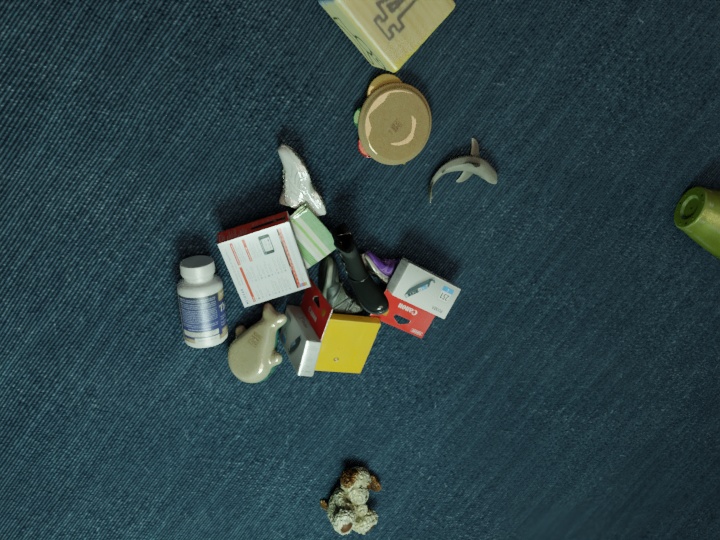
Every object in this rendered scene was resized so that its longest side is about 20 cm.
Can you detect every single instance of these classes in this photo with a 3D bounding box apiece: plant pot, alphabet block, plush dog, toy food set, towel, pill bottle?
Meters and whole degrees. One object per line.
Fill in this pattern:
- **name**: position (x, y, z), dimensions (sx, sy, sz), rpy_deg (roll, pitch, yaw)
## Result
- **plant pot**: position (1.027, -0.149, 1.842), dimensions (0.189, 0.201, 0.204), rpy_deg (21, 104, -10)
- **alphabet block**: position (0.051, -0.579, 1.377), dimensions (0.196, 0.196, 0.200), rpy_deg (-45, 116, 6)
- **plush dog**: position (-0.026, 0.662, 1.880), dimensions (0.199, 0.159, 0.175), rpy_deg (33, 85, -52)
- **toy food set**: position (0.079, -0.355, 1.549), dimensions (0.197, 0.049, 0.201), rpy_deg (24, 103, -23)
- **towel**: position (-0.169, -0.058, 1.573), dimensions (0.198, 0.024, 0.153), rpy_deg (-34, 126, 11)
- **pill bottle**: position (-0.384, 0.073, 1.543), dimensions (0.108, 0.111, 0.205), rpy_deg (-7, 113, -13)

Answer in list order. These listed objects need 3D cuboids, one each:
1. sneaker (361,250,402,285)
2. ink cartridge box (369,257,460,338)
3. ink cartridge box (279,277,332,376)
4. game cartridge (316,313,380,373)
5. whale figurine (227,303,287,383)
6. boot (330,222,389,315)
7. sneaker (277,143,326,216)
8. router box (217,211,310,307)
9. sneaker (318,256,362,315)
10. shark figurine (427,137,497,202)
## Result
- **sneaker**: position (0.078, -0.006, 1.681), dimensions (0.198, 0.080, 0.085), rpy_deg (31, 86, -34)
- **ink cartridge box**: position (0.147, 0.084, 1.676), dimensions (0.197, 0.045, 0.179), rpy_deg (24, 101, -33)
- **ink cartridge box**: position (-0.140, 0.133, 1.579), dimensions (0.044, 0.200, 0.180), rpy_deg (10, 107, -25)
- **game cartridge**: position (-0.054, 0.194, 1.691), dimensions (0.172, 0.033, 0.203), rpy_deg (7, 129, -18)
- **whale figurine**: position (-0.252, 0.189, 1.632), dimensions (0.203, 0.157, 0.104), rpy_deg (-61, 157, 1)
- **boot**: position (-0.001, 0.000, 1.560), dimensions (0.065, 0.165, 0.202), rpy_deg (-33, 144, -14)
- **sneaker**: position (-0.160, -0.201, 1.525), dimensions (0.098, 0.078, 0.203), rpy_deg (-27, 115, -1)
- **router box**: position (-0.229, -0.024, 1.536), dimensions (0.175, 0.049, 0.203), rpy_deg (-16, 128, -2)
- **sneaker**: position (-0.053, 0.053, 1.655), dimensions (0.111, 0.076, 0.204), rpy_deg (-7, 115, -15)
- **shark figurine**: position (0.258, -0.255, 1.621), dimensions (0.209, 0.090, 0.131), rpy_deg (-16, 113, -12)
